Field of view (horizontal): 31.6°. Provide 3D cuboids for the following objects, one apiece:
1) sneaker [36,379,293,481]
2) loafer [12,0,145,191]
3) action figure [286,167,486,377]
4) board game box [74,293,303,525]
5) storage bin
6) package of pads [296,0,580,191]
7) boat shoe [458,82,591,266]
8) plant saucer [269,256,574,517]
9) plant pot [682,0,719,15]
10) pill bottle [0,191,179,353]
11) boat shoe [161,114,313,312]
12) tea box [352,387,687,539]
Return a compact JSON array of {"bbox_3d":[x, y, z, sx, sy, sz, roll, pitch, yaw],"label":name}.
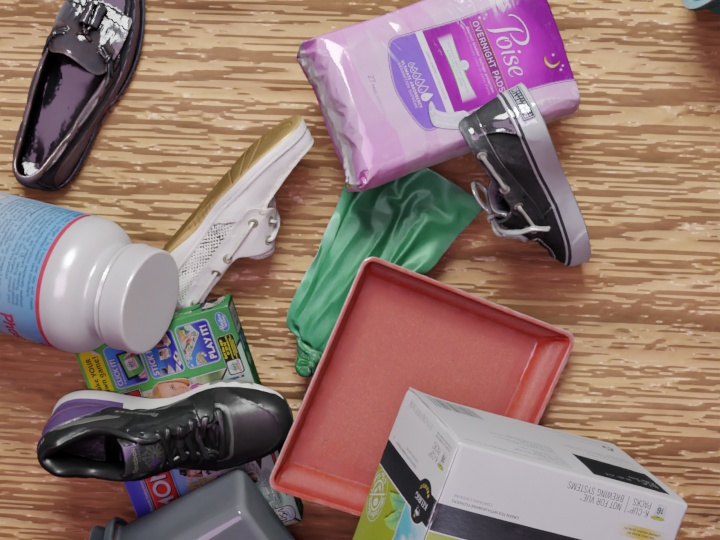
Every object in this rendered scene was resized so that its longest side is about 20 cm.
[{"bbox_3d":[-0.152,0.138,0.998,0.199,0.088,0.076,-4,106,2],"label":"sneaker"},{"bbox_3d":[-0.230,-0.157,1.036,0.072,0.063,0.201,23,97,1],"label":"loafer"},{"bbox_3d":[0.000,0.000,1.040,0.118,0.055,0.200,31,93,-1],"label":"action figure"},{"bbox_3d":[-0.140,0.133,1.057,0.134,0.029,0.201,-16,105,5],"label":"board game box"},{"bbox_3d":[-0.107,0.266,1.015,0.134,0.146,0.200,-33,107,4],"label":"storage bin"},{"bbox_3d":[0.061,-0.146,0.981,0.199,0.076,0.121,-21,91,-15],"label":"package of pads"},{"bbox_3d":[0.124,-0.058,0.971,0.068,0.199,0.074,-27,57,6],"label":"boat shoe"},{"bbox_3d":[0.047,0.107,1.028,0.199,0.037,0.201,20,98,-21],"label":"plant saucer"},{"bbox_3d":[0.375,-0.234,0.933,0.195,0.200,0.201,28,97,-8],"label":"plant pot"},{"bbox_3d":[-0.249,0.002,1.006,0.199,0.109,0.109,14,97,21],"label":"pill bottle"},{"bbox_3d":[-0.096,-0.039,1.037,0.069,0.071,0.200,39,111,-12],"label":"boat shoe"},{"bbox_3d":[0.109,0.222,0.985,0.199,0.134,0.198,18,97,-18],"label":"tea box"}]
